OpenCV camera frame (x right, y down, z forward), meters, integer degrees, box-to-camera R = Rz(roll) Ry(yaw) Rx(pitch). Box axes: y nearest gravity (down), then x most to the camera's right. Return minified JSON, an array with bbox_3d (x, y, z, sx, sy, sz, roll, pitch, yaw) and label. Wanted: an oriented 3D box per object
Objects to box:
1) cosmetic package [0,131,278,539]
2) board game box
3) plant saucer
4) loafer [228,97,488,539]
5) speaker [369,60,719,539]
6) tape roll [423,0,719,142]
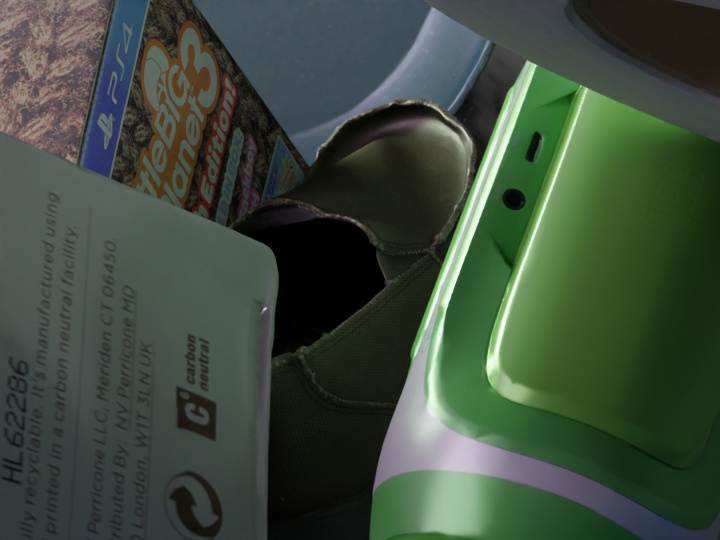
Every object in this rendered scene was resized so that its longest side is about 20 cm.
[{"bbox_3d":[-0.146,0.073,0.745,0.200,0.166,0.167,-31,48,42],"label":"cosmetic package"},{"bbox_3d":[-0.110,-0.010,0.894,0.159,0.200,0.097,-3,59,22],"label":"board game box"},{"bbox_3d":[-0.045,-0.117,0.972,0.200,0.200,0.036,-64,-1,9],"label":"plant saucer"},{"bbox_3d":[0.000,0.000,0.843,0.075,0.070,0.200,-14,30,19],"label":"loafer"},{"bbox_3d":[0.068,-0.002,0.718,0.088,0.088,0.200,-24,39,56],"label":"speaker"},{"bbox_3d":[0.105,-0.069,0.592,0.202,0.202,0.071,9,78,65],"label":"tape roll"}]
